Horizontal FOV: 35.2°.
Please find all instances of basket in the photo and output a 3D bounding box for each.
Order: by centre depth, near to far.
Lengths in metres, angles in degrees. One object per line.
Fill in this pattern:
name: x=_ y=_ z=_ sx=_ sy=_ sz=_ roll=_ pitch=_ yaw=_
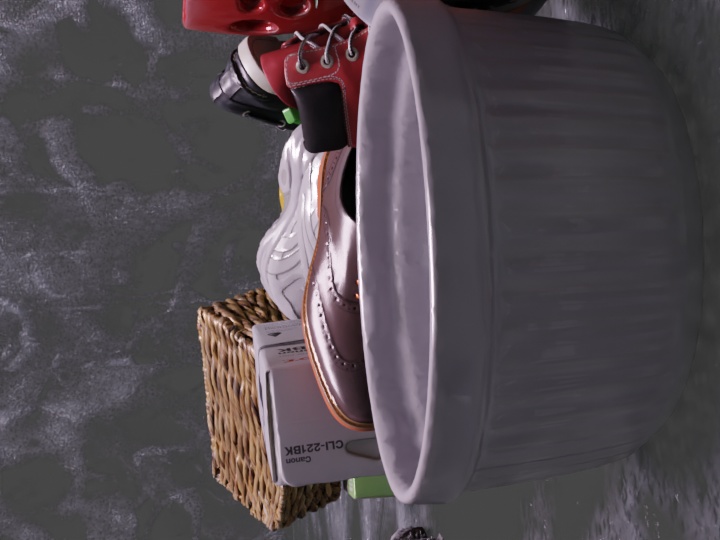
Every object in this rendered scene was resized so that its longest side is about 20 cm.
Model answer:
basket: x=-0.051 y=0.118 z=1.054 sx=0.142 sy=0.148 sz=0.203 roll=27 pitch=127 yaw=47

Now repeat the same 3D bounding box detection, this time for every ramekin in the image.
ramekin: x=0.061 y=-0.010 z=0.467 sx=0.200 sy=0.103 sz=0.203 roll=177 pitch=90 yaw=-83

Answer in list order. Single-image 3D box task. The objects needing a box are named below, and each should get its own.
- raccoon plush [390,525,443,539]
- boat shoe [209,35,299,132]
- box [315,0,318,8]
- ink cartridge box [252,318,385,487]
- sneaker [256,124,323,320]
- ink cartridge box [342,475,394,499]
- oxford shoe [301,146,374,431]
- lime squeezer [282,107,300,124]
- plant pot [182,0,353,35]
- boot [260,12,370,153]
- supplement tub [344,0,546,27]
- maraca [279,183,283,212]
raccoon plush: x=0.000 y=0.266 z=0.920 sx=0.200 sy=0.132 sz=0.098 roll=127 pitch=139 yaw=-79
boat shoe: x=-0.059 y=-0.148 z=0.963 sx=0.075 sy=0.066 sz=0.199 roll=59 pitch=-156 yaw=8
box: x=0.020 y=-0.258 z=0.664 sx=0.201 sy=0.048 sz=0.118 roll=-56 pitch=28 yaw=34
ink cartridge box: x=-0.005 y=0.087 z=0.853 sx=0.200 sy=0.142 sz=0.085 roll=-140 pitch=44 yaw=-79
sneaker: x=-0.024 y=-0.020 z=0.900 sx=0.099 sy=0.077 sz=0.202 roll=44 pitch=143 yaw=32
ink cartridge box: x=0.015 y=0.098 z=1.024 sx=0.117 sy=0.066 sz=0.203 roll=130 pitch=137 yaw=-82
oxford shoe: x=0.000 y=0.000 z=0.727 sx=0.073 sy=0.070 sz=0.203 roll=135 pitch=133 yaw=-75
lime squeezer: x=-0.001 y=-0.131 z=0.959 sx=0.071 sy=0.038 sz=0.200 roll=52 pitch=-142 yaw=-4
plant pot: x=-0.040 y=-0.273 z=0.843 sx=0.200 sy=0.180 sz=0.204 roll=-177 pitch=90 yaw=-78
boot: x=0.017 y=-0.149 z=0.622 sx=0.073 sy=0.142 sz=0.202 roll=-98 pitch=10 yaw=-49
supplement tub: x=0.048 y=-0.175 z=0.444 sx=0.200 sy=0.121 sz=0.124 roll=122 pitch=145 yaw=-78
maraca: x=-0.009 y=-0.073 z=1.025 sx=0.138 sy=0.106 sz=0.200 roll=-64 pitch=26 yaw=1
